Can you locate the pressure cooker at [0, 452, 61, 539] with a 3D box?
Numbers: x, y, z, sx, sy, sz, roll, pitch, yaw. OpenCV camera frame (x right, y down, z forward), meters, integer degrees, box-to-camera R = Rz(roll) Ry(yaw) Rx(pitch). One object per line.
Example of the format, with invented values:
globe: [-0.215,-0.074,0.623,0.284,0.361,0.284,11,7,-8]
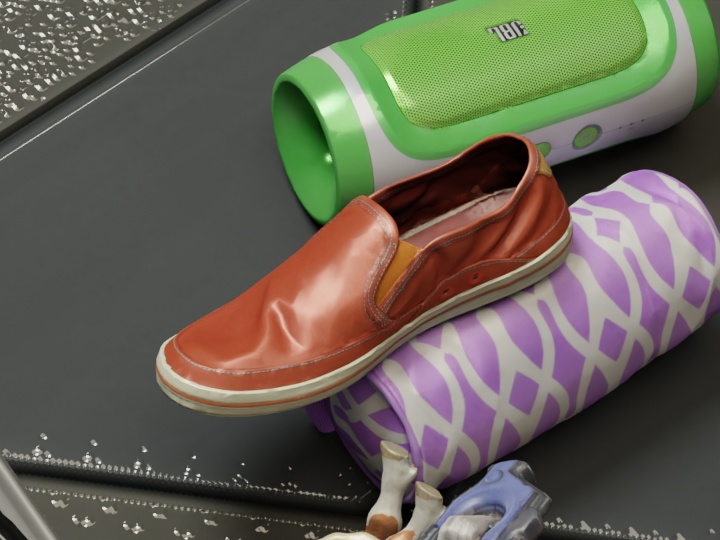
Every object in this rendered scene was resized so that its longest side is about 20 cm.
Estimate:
pressure cooker: [-0.166,0.174,1.111,0.176,0.179,0.200,-41,72,13]

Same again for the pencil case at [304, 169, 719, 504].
pencil case: [0.071,0.028,1.293,0.200,0.085,0.084,-28,106,-23]

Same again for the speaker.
speaker: [0.063,-0.084,1.347,0.199,0.089,0.089,-19,67,-20]

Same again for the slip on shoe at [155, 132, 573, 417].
slip on shoe: [0.000,0.000,1.224,0.200,0.061,0.074,-26,37,-19]

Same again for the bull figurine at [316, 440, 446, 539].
bull figurine: [0.022,0.150,1.209,0.200,0.065,0.122,29,100,-4]

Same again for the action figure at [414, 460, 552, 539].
action figure: [0.041,0.175,1.101,0.193,0.105,0.200,20,49,40]
